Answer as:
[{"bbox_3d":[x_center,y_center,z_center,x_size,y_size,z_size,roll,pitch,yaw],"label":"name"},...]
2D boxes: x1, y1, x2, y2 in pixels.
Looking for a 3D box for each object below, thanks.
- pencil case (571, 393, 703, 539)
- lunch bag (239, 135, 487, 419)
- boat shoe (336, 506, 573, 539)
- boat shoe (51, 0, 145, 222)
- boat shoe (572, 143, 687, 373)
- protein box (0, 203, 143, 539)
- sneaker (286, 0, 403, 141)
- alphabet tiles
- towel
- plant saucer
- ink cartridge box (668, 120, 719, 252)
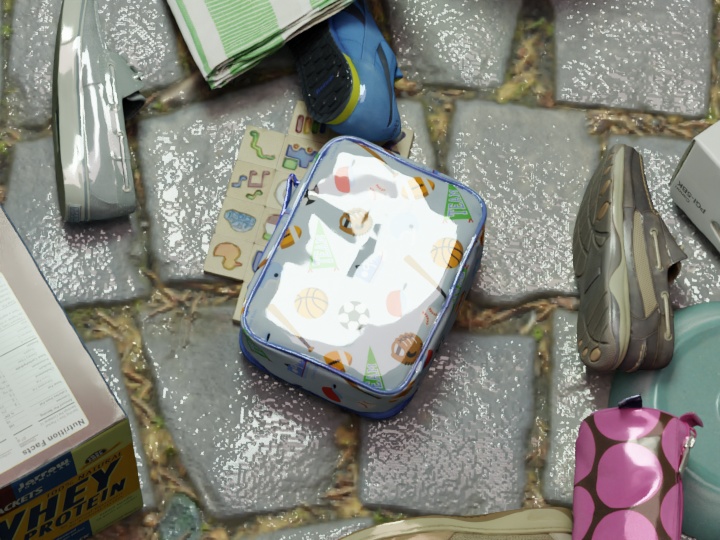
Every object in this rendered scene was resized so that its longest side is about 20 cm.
[{"bbox_3d":[0.194,0.195,1.381,0.093,0.091,0.201,-5,66,23],"label":"pencil case"},{"bbox_3d":[0.000,0.000,1.483,0.160,0.076,0.201,23,68,9],"label":"lunch bag"},{"bbox_3d":[0.063,0.214,1.400,0.199,0.071,0.065,-6,68,-8],"label":"boat shoe"},{"bbox_3d":[-0.206,-0.132,1.544,0.071,0.070,0.202,0,70,-15],"label":"boat shoe"},{"bbox_3d":[0.210,-0.005,1.508,0.073,0.075,0.201,15,59,-15],"label":"boat shoe"},{"bbox_3d":[-0.261,0.087,1.366,0.135,0.199,0.200,-28,71,-14],"label":"protein box"},{"bbox_3d":[-0.012,-0.186,1.585,0.078,0.066,0.201,18,45,-39],"label":"sneaker"},{"bbox_3d":[-0.028,-0.037,1.540,0.166,0.006,0.201,14,66,2],"label":"alphabet tiles"},{"bbox_3d":[-0.063,-0.249,1.574,0.199,0.023,0.153,-32,53,5],"label":"towel"},{"bbox_3d":[0.289,0.109,1.479,0.199,0.036,0.201,1,67,-3],"label":"plant saucer"},{"bbox_3d":[0.367,-0.081,1.533,0.200,0.083,0.147,-34,72,-21],"label":"ink cartridge box"}]
